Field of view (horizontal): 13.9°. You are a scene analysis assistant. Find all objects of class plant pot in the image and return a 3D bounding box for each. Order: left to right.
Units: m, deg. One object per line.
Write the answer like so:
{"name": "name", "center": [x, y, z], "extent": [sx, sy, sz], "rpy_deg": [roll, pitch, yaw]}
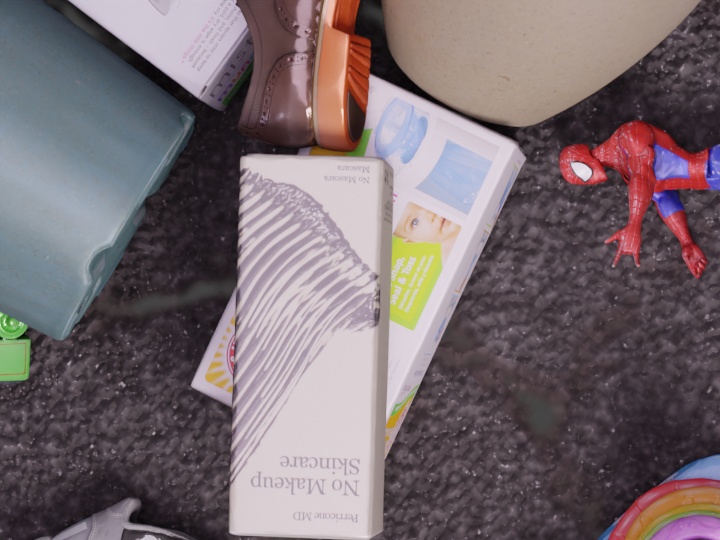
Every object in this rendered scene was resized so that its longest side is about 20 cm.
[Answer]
{"name": "plant pot", "center": [-0.210, -0.073, 1.645], "extent": [0.195, 0.200, 0.201], "rpy_deg": [31, 91, -2]}

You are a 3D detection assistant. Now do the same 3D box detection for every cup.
{"name": "cup", "center": [0.089, -0.165, 1.621], "extent": [0.200, 0.200, 0.144], "rpy_deg": [30, 120, 6]}

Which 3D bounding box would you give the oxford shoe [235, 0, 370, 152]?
{"name": "oxford shoe", "center": [-0.033, -0.165, 1.585], "extent": [0.072, 0.071, 0.202], "rpy_deg": [2, 83, 14]}

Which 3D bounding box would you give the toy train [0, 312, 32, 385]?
{"name": "toy train", "center": [-0.279, 0.042, 1.671], "extent": [0.199, 0.042, 0.057], "rpy_deg": [-2, 105, -23]}

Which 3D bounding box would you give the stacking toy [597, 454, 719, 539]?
{"name": "stacking toy", "center": [0.182, 0.167, 1.578], "extent": [0.116, 0.200, 0.110], "rpy_deg": [-39, 85, 4]}

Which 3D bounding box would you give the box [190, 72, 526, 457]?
{"name": "box", "center": [0.000, 0.000, 1.653], "extent": [0.112, 0.101, 0.201], "rpy_deg": [25, 91, 6]}

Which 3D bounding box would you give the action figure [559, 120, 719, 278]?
{"name": "action figure", "center": [0.207, -0.032, 1.646], "extent": [0.198, 0.065, 0.100], "rpy_deg": [6, 72, 7]}

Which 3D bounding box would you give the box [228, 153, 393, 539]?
{"name": "box", "center": [-0.026, 0.040, 1.569], "extent": [0.082, 0.068, 0.202], "rpy_deg": [0, 88, 5]}

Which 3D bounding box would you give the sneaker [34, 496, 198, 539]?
{"name": "sneaker", "center": [-0.102, 0.218, 1.672], "extent": [0.115, 0.075, 0.201], "rpy_deg": [-32, 84, 2]}

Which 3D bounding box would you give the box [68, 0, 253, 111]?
{"name": "box", "center": [-0.094, -0.223, 1.675], "extent": [0.176, 0.097, 0.201], "rpy_deg": [36, 92, 6]}
